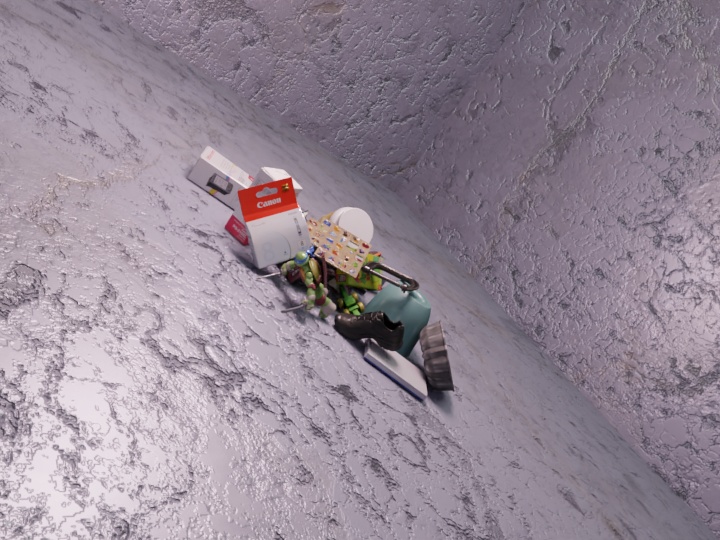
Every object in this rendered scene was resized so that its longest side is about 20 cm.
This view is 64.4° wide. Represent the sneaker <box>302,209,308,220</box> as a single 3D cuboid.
[{"bbox_3d":[-0.221,-0.153,1.778,0.197,0.131,0.080,35,14,-14],"label":"sneaker"}]

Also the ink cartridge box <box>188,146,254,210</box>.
[{"bbox_3d":[-0.414,-0.276,1.757,0.198,0.086,0.148,33,17,-17],"label":"ink cartridge box"}]

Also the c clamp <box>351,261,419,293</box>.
[{"bbox_3d":[0.076,0.019,1.657,0.196,0.028,0.171,24,17,7],"label":"c clamp"}]

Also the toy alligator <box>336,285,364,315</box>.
[{"bbox_3d":[-0.016,0.128,1.631,0.202,0.058,0.055,57,-19,36],"label":"toy alligator"}]

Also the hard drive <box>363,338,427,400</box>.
[{"bbox_3d":[0.095,0.260,1.558,0.198,0.026,0.132,37,15,-8],"label":"hard drive"}]

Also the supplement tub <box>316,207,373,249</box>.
[{"bbox_3d":[-0.057,-0.117,1.799,0.143,0.147,0.199,32,-18,-22],"label":"supplement tub"}]

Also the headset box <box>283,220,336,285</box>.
[{"bbox_3d":[-0.159,-0.044,1.635,0.148,0.074,0.204,11,52,-60],"label":"headset box"}]

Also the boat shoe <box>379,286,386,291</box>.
[{"bbox_3d":[0.090,0.109,1.951,0.061,0.075,0.201,-4,22,7],"label":"boat shoe"}]

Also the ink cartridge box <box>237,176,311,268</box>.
[{"bbox_3d":[-0.220,-0.125,1.487,0.157,0.206,0.047,-18,16,-24],"label":"ink cartridge box"}]

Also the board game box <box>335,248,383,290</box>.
[{"bbox_3d":[0.000,0.000,1.727,0.047,0.105,0.198,2,-6,31],"label":"board game box"}]

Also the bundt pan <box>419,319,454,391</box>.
[{"bbox_3d":[0.214,0.249,1.636,0.202,0.074,0.208,-11,91,-85],"label":"bundt pan"}]

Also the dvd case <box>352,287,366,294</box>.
[{"bbox_3d":[-0.068,-0.007,1.931,0.198,0.025,0.151,36,15,-17],"label":"dvd case"}]

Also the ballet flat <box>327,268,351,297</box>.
[{"bbox_3d":[-0.102,0.001,1.744,0.201,0.069,0.071,50,12,23],"label":"ballet flat"}]

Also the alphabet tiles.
[{"bbox_3d":[-0.075,-0.074,1.613,0.197,0.008,0.168,30,39,-1],"label":"alphabet tiles"}]

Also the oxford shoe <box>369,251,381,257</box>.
[{"bbox_3d":[0.015,-0.043,1.900,0.072,0.072,0.199,36,17,11],"label":"oxford shoe"}]

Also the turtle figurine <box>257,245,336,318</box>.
[{"bbox_3d":[-0.156,0.050,1.471,0.141,0.203,0.195,15,-26,36],"label":"turtle figurine"}]

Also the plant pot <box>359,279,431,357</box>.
[{"bbox_3d":[0.118,0.129,1.723,0.198,0.162,0.201,35,15,-11],"label":"plant pot"}]

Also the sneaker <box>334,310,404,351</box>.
[{"bbox_3d":[0.027,0.141,1.520,0.194,0.092,0.077,14,39,2],"label":"sneaker"}]

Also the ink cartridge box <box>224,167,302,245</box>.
[{"bbox_3d":[-0.269,-0.179,1.602,0.084,0.202,0.144,39,15,10],"label":"ink cartridge box"}]

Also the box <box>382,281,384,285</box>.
[{"bbox_3d":[-0.015,-0.030,2.000,0.154,0.041,0.201,20,26,-52],"label":"box"}]
